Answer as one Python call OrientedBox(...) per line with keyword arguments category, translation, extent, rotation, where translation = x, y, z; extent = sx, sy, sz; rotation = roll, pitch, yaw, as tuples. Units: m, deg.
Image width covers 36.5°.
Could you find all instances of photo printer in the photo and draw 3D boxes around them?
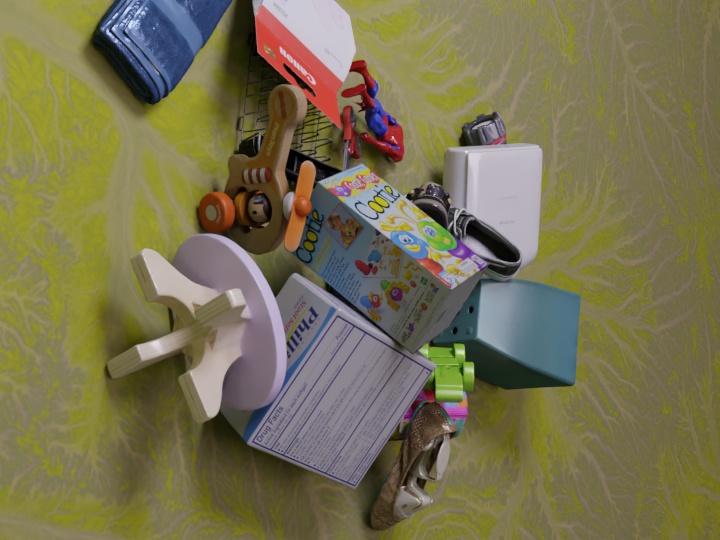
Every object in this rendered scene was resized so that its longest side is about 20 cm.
OrientedBox(category="photo printer", translation=(0.197, -0.087, 1.644), extent=(0.165, 0.069, 0.202), rotation=(-7, 104, -35))

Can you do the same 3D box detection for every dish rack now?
OrientedBox(category="dish rack", translation=(-0.084, -0.210, 1.374), extent=(0.153, 0.054, 0.202), rotation=(20, 70, -48))

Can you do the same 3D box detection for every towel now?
OrientedBox(category="towel", translation=(-0.214, -0.290, 1.232), extent=(0.112, 0.048, 0.201), rotation=(51, 49, -34))

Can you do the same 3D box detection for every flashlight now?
OrientedBox(category="flashlight", translation=(0.225, -0.148, 1.727), extent=(0.068, 0.068, 0.201), rotation=(-46, 119, -46))

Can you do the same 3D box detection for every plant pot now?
OrientedBox(category="plant pot", translation=(0.208, 0.085, 1.632), extent=(0.199, 0.141, 0.143), rotation=(20, 70, -38))

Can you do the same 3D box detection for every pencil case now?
OrientedBox(category="pencil case", translation=(0.067, 0.192, 1.482), extent=(0.199, 0.088, 0.089), rotation=(4, 83, -51))

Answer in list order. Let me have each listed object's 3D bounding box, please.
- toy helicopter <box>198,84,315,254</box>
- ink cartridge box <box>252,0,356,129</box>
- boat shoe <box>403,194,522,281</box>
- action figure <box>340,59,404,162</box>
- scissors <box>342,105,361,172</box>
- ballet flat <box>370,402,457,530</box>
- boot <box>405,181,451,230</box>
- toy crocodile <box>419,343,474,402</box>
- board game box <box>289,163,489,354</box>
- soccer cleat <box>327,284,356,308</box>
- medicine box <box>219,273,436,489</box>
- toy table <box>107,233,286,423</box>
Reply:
OrientedBox(category="toy helicopter", translation=(-0.097, -0.110, 1.237), extent=(0.079, 0.132, 0.201), rotation=(-11, 127, -50))
OrientedBox(category="ink cartridge box", translation=(-0.066, -0.294, 1.345), extent=(0.162, 0.057, 0.201), rotation=(38, 26, -40))
OrientedBox(category="boat shoe", translation=(0.143, -0.058, 1.538), extent=(0.199, 0.071, 0.072), rotation=(26, 66, 0))
OrientedBox(category="action figure", translation=(0.021, -0.203, 1.478), extent=(0.200, 0.051, 0.066), rotation=(50, 30, -55))
OrientedBox(category="scissors", translation=(-0.019, -0.164, 1.407), extent=(0.200, 0.014, 0.074), rotation=(-69, 151, -71))
OrientedBox(category="ballet flat", translation=(0.071, 0.269, 1.422), extent=(0.070, 0.065, 0.201), rotation=(-2, 119, -46))
OrientedBox(category="boot", translation=(0.079, -0.057, 1.413), extent=(0.201, 0.072, 0.151), rotation=(97, 7, -48))
OrientedBox(category="toy crocodile", translation=(0.111, 0.139, 1.451), extent=(0.200, 0.067, 0.062), rotation=(-100, -169, -77))
OrientedBox(category="board game box", translation=(0.030, -0.017, 1.278), extent=(0.200, 0.105, 0.103), rotation=(39, 33, 15))
OrientedBox(category="soccer cleat", translation=(0.000, 0.000, 1.426), extent=(0.067, 0.081, 0.202), rotation=(-6, 90, -50))
OrientedBox(category="medicine box", translation=(-0.041, 0.133, 1.285), extent=(0.200, 0.103, 0.183), rotation=(33, 93, -43))
OrientedBox(category="toy table", translation=(-0.170, 0.060, 1.157), extent=(0.201, 0.184, 0.117), rotation=(55, 26, 14))
